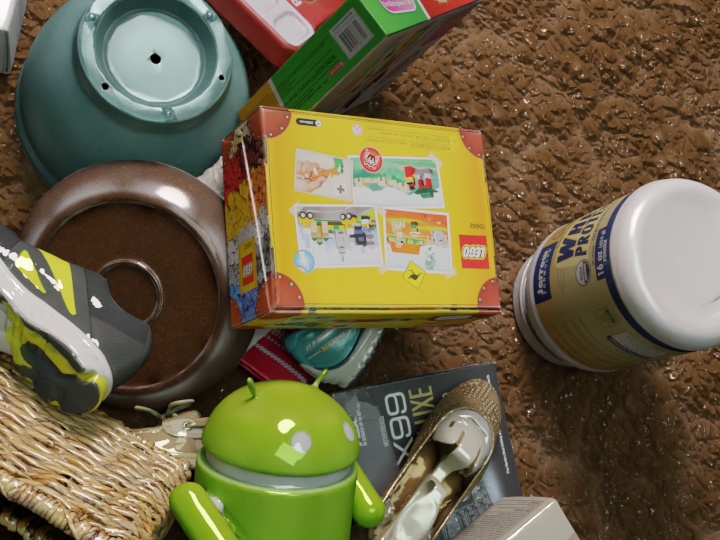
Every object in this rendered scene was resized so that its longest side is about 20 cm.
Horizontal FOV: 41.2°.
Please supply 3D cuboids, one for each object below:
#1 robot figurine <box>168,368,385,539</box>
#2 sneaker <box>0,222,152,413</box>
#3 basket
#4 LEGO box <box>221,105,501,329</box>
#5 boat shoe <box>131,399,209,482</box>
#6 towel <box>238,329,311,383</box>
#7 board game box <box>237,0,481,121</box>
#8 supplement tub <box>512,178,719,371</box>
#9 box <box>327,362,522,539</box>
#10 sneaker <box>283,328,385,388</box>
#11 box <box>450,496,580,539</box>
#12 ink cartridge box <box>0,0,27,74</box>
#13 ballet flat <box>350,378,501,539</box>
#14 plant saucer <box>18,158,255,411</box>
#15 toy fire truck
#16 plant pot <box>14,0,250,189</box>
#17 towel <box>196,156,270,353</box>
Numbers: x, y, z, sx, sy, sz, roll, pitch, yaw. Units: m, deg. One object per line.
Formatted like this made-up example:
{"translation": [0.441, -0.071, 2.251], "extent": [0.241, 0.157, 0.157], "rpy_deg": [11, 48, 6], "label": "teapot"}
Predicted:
{"translation": [-0.063, 0.170, 0.687], "extent": [0.175, 0.115, 0.202], "rpy_deg": [-3, 103, -50], "label": "robot figurine"}
{"translation": [-0.233, 0.021, 0.693], "extent": [0.200, 0.075, 0.084], "rpy_deg": [43, 34, 14], "label": "sneaker"}
{"translation": [-0.239, 0.165, 0.642], "extent": [0.199, 0.149, 0.143], "rpy_deg": [30, 102, -1], "label": "basket"}
{"translation": [0.002, -0.034, 0.737], "extent": [0.198, 0.077, 0.150], "rpy_deg": [2, 77, -29], "label": "LEGO box"}
{"translation": [-0.116, 0.136, 0.770], "extent": [0.198, 0.073, 0.063], "rpy_deg": [5, 67, -25], "label": "boat shoe"}
{"translation": [-0.062, 0.000, 0.849], "extent": [0.144, 0.022, 0.201], "rpy_deg": [40, 66, -9], "label": "towel"}
{"translation": [0.005, -0.183, 0.807], "extent": [0.040, 0.153, 0.200], "rpy_deg": [52, 35, -1], "label": "board game box"}
{"translation": [0.238, 0.013, 0.864], "extent": [0.143, 0.200, 0.146], "rpy_deg": [5, 75, -20], "label": "supplement tub"}
{"translation": [0.060, 0.192, 0.832], "extent": [0.156, 0.050, 0.202], "rpy_deg": [-7, 80, -22], "label": "box"}
{"translation": [0.000, 0.000, 0.827], "extent": [0.079, 0.078, 0.201], "rpy_deg": [28, 67, -6], "label": "sneaker"}
{"translation": [0.080, 0.266, 0.745], "extent": [0.199, 0.095, 0.078], "rpy_deg": [-33, 90, -22], "label": "box"}
{"translation": [-0.337, -0.280, 0.776], "extent": [0.144, 0.084, 0.202], "rpy_deg": [12, 73, -18], "label": "ink cartridge box"}
{"translation": [0.065, 0.169, 0.776], "extent": [0.070, 0.065, 0.201], "rpy_deg": [39, 67, -5], "label": "ballet flat"}
{"translation": [-0.177, 0.017, 0.738], "extent": [0.198, 0.032, 0.202], "rpy_deg": [1, 101, 3], "label": "plant saucer"}
{"translation": [-0.095, -0.277, 0.824], "extent": [0.200, 0.112, 0.168], "rpy_deg": [44, 41, -5], "label": "toy fire truck"}
{"translation": [-0.175, -0.152, 0.781], "extent": [0.198, 0.134, 0.202], "rpy_deg": [6, 75, -21], "label": "plant pot"}
{"translation": [-0.123, 0.003, 0.773], "extent": [0.200, 0.034, 0.133], "rpy_deg": [-41, 99, 2], "label": "towel"}
